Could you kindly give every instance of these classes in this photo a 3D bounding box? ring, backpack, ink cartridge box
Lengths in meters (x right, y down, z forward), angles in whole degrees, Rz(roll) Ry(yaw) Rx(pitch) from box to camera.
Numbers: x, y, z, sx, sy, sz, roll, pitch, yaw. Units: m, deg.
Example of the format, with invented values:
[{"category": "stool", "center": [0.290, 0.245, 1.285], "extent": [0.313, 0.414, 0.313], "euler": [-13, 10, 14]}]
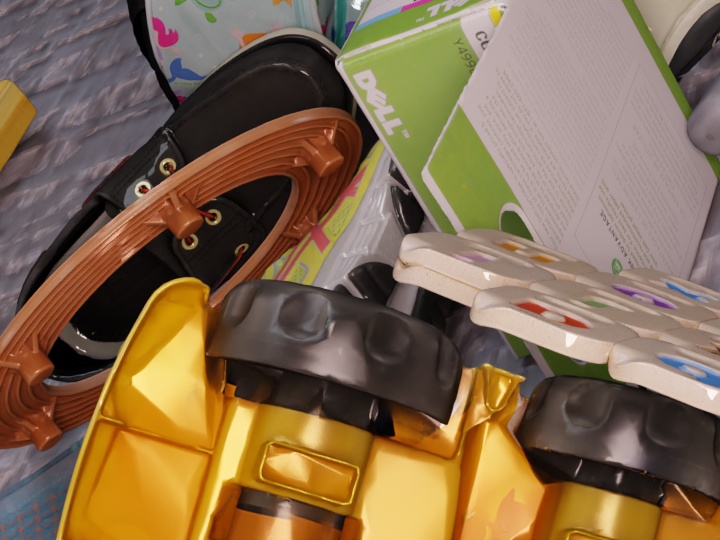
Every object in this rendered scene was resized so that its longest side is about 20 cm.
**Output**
[{"category": "ring", "center": [-0.074, 0.009, 1.013], "extent": [0.200, 0.019, 0.200], "euler": [-37, -15, -12]}, {"category": "backpack", "center": [-0.040, -0.150, 1.149], "extent": [0.150, 0.178, 0.200], "euler": [-3, -12, 9]}, {"category": "ink cartridge box", "center": [0.054, -0.029, 0.911], "extent": [0.076, 0.148, 0.200], "euler": [-16, 29, 30]}]

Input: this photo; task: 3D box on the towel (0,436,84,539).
[{"category": "towel", "center": [-0.137, 0.139, 0.970], "extent": [0.147, 0.022, 0.200], "euler": [-31, 25, 4]}]

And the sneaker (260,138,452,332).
[{"category": "sneaker", "center": [0.000, 0.000, 1.009], "extent": [0.090, 0.078, 0.200], "euler": [-22, 22, 42]}]

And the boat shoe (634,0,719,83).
[{"category": "boat shoe", "center": [0.129, -0.126, 1.043], "extent": [0.199, 0.074, 0.066], "euler": [-62, 0, 18]}]

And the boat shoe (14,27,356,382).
[{"category": "boat shoe", "center": [-0.075, -0.023, 1.083], "extent": [0.201, 0.074, 0.063], "euler": [-44, 2, 28]}]

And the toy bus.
[{"category": "toy bus", "center": [0.011, 0.093, 0.752], "extent": [0.192, 0.200, 0.136], "euler": [128, 158, -81]}]

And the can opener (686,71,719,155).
[{"category": "can opener", "center": [0.187, -0.098, 1.025], "extent": [0.200, 0.053, 0.067], "euler": [-52, 0, -36]}]

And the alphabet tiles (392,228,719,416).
[{"category": "alphabet tiles", "center": [0.112, 0.029, 0.725], "extent": [0.200, 0.015, 0.196], "euler": [22, 9, 18]}]

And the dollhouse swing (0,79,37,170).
[{"category": "dollhouse swing", "center": [-0.309, -0.065, 1.379], "extent": [0.200, 0.182, 0.176], "euler": [-13, 51, 36]}]
